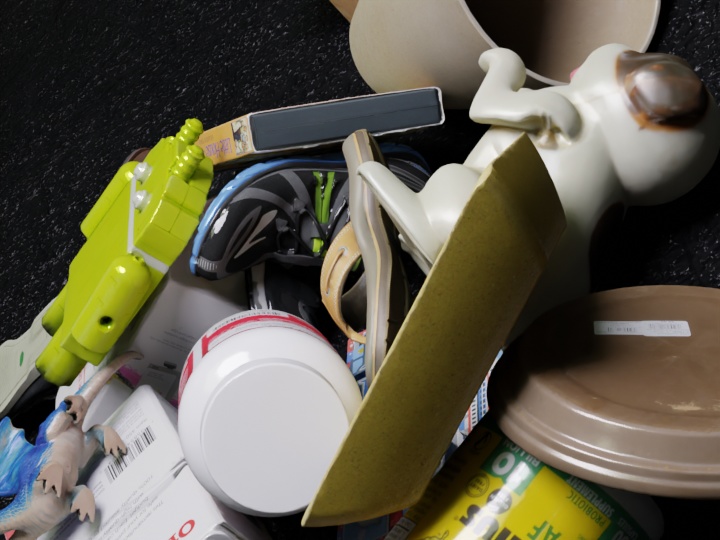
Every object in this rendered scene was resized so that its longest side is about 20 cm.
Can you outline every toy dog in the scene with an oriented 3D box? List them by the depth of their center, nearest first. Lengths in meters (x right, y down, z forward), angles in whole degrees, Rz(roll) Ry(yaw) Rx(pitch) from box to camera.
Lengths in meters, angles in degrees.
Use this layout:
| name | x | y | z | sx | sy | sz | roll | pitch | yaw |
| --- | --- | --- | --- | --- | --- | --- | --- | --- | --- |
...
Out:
| name | x | y | z | sx | sy | sz | roll | pitch | yaw |
| --- | --- | --- | --- | --- | --- | --- | --- | --- | --- |
| toy dog | 0.126 | -0.056 | 1.070 | 0.200 | 0.140 | 0.194 | -41 | 52 | -2 |

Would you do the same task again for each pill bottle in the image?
| name | x | y | z | sx | sy | sz | roll | pitch | yaw |
| --- | --- | --- | --- | --- | --- | --- | --- | --- | --- |
| pill bottle | 0.056 | 0.173 | 0.912 | 0.200 | 0.113 | 0.113 | -50 | 31 | -9 |
| pill bottle | -0.056 | 0.087 | 1.080 | 0.112 | 0.112 | 0.200 | -46 | 7 | -1 |

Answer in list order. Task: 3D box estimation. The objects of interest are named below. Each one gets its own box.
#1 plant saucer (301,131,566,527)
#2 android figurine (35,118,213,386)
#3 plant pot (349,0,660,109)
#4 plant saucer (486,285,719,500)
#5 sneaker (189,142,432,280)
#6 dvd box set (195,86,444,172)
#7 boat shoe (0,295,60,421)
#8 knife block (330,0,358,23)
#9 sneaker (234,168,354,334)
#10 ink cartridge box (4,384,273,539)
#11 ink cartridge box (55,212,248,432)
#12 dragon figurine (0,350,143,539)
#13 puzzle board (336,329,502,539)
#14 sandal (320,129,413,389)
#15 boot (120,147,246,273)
| name | x | y | z | sx | sy | sz | roll | pitch | yaw |
| --- | --- | --- | --- | --- | --- | --- | --- | --- | --- |
| plant saucer | 0.051 | 0.034 | 0.924 | 0.201 | 0.048 | 0.200 | -63 | -6 | 13 |
| android figurine | -0.164 | -0.016 | 1.237 | 0.200 | 0.041 | 0.182 | -53 | 20 | 22 |
| plant pot | 0.081 | -0.190 | 1.273 | 0.200 | 0.187 | 0.188 | -24 | 34 | 56 |
| plant saucer | 0.163 | 0.054 | 0.892 | 0.199 | 0.030 | 0.200 | -2 | 23 | 1 |
| sneaker | -0.025 | -0.034 | 1.216 | 0.199 | 0.071 | 0.083 | -15 | 52 | -29 |
| dvd box set | -0.042 | -0.100 | 1.299 | 0.146 | 0.030 | 0.200 | -11 | 2 | -21 |
| boat shoe | -0.258 | 0.086 | 1.442 | 0.200 | 0.067 | 0.072 | -34 | 44 | 45 |
| knife block | -0.010 | -0.293 | 1.477 | 0.199 | 0.176 | 0.064 | -23 | 38 | 32 |
| sneaker | -0.038 | 0.001 | 1.265 | 0.087 | 0.076 | 0.201 | -8 | 55 | -2 |
| ink cartridge box | -0.141 | 0.188 | 1.157 | 0.147 | 0.083 | 0.200 | -45 | 30 | 2 |
| ink cartridge box | -0.158 | 0.062 | 1.303 | 0.200 | 0.067 | 0.117 | -56 | 23 | 26 |
| dragon figurine | -0.212 | 0.129 | 1.174 | 0.099 | 0.059 | 0.201 | -22 | 39 | 36 |
| puzzle board | 0.047 | 0.081 | 1.123 | 0.150 | 0.017 | 0.201 | -29 | 35 | 25 |
| sandal | 0.000 | 0.000 | 1.148 | 0.054 | 0.080 | 0.201 | -13 | 59 | 10 |
| boot | -0.117 | -0.056 | 1.432 | 0.199 | 0.064 | 0.187 | -26 | 49 | 34 |
